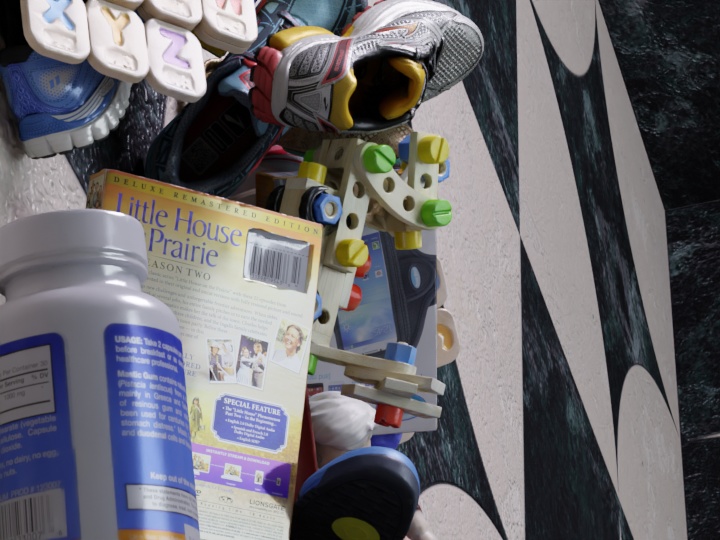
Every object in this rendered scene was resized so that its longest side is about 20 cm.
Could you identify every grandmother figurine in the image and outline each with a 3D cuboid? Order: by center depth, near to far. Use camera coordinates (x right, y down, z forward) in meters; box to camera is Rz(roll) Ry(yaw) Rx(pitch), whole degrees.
[{"bbox_3d":[0.014,0.170,1.737,0.060,0.121,0.201,-30,100,-32],"label":"grandmother figurine"}]

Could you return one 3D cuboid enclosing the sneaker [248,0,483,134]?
[{"bbox_3d":[0.018,-0.122,1.710,0.200,0.082,0.078,-24,125,-48],"label":"sneaker"}]

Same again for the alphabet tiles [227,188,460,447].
[{"bbox_3d":[-0.027,0.035,1.796,0.015,0.195,0.201,15,-59,65],"label":"alphabet tiles"}]

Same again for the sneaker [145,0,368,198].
[{"bbox_3d":[-0.060,-0.116,1.725,0.079,0.200,0.096,37,0,-6],"label":"sneaker"}]

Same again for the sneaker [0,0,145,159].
[{"bbox_3d":[-0.159,-0.154,1.575,0.200,0.078,0.089,-68,141,-51],"label":"sneaker"}]

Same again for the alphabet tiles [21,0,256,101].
[{"bbox_3d":[-0.147,-0.193,1.540,0.199,0.015,0.197,16,50,-34],"label":"alphabet tiles"}]

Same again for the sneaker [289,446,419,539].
[{"bbox_3d":[-0.005,0.137,1.578,0.200,0.066,0.079,117,-2,-58],"label":"sneaker"}]

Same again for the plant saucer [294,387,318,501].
[{"bbox_3d":[-0.069,0.186,1.641,0.201,0.036,0.200,83,20,-50],"label":"plant saucer"}]

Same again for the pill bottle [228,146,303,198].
[{"bbox_3d":[-0.043,-0.040,1.908,0.200,0.112,0.113,-53,130,-72],"label":"pill bottle"}]

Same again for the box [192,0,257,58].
[{"bbox_3d":[-0.077,-0.277,1.728,0.122,0.193,0.200,31,25,-7],"label":"box"}]

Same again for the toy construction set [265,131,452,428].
[{"bbox_3d":[0.000,0.000,1.682,0.131,0.092,0.201,21,63,-40],"label":"toy construction set"}]

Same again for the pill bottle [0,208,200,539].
[{"bbox_3d":[-0.146,0.075,1.400,0.112,0.111,0.201,43,38,-68],"label":"pill bottle"}]

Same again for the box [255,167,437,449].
[{"bbox_3d":[-0.008,0.033,1.774,0.041,0.118,0.201,-167,-106,-68],"label":"box"}]

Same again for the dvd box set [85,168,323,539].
[{"bbox_3d":[-0.099,0.055,1.519,0.146,0.029,0.201,13,74,-29],"label":"dvd box set"}]

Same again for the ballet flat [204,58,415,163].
[{"bbox_3d":[-0.045,-0.113,1.819,0.070,0.199,0.066,-25,115,-45],"label":"ballet flat"}]
